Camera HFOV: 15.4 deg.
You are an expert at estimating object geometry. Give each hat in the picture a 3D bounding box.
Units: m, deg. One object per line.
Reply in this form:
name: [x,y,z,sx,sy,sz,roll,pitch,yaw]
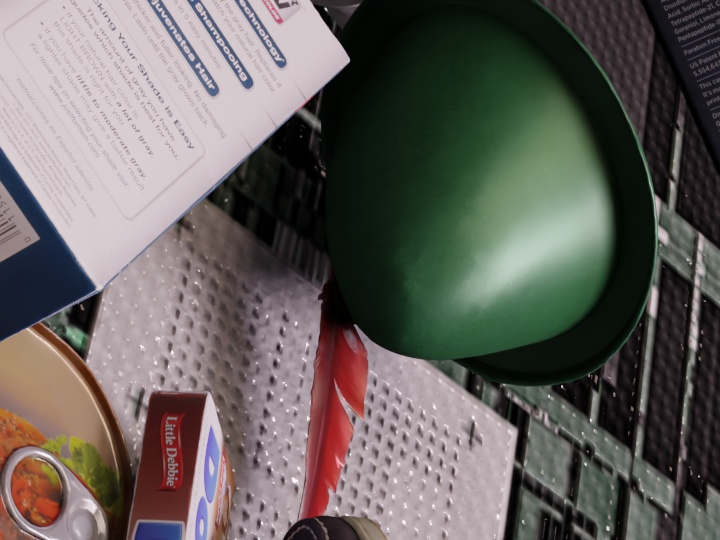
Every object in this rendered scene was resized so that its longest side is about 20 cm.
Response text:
hat: [0.000,0.000,0.999,0.176,0.166,0.200,-25,78,-42]

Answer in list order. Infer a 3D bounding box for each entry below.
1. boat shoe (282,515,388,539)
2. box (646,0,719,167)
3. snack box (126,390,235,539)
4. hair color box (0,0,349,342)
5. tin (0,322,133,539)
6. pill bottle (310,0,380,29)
boat shoe: [-0.026,0.162,0.898,0.065,0.072,0.200,19,48,-18]
box: [0.223,-0.170,1.374,0.148,0.107,0.200,-28,94,-51]
snack box: [-0.070,0.145,0.913,0.072,0.024,0.200,79,15,-57]
hair color box: [-0.091,-0.066,0.944,0.100,0.061,0.200,57,36,-10]
tin: [-0.158,0.042,0.880,0.200,0.042,0.112,43,48,-28]
pill bottle: [-0.012,-0.176,1.067,0.200,0.111,0.111,52,35,-52]
